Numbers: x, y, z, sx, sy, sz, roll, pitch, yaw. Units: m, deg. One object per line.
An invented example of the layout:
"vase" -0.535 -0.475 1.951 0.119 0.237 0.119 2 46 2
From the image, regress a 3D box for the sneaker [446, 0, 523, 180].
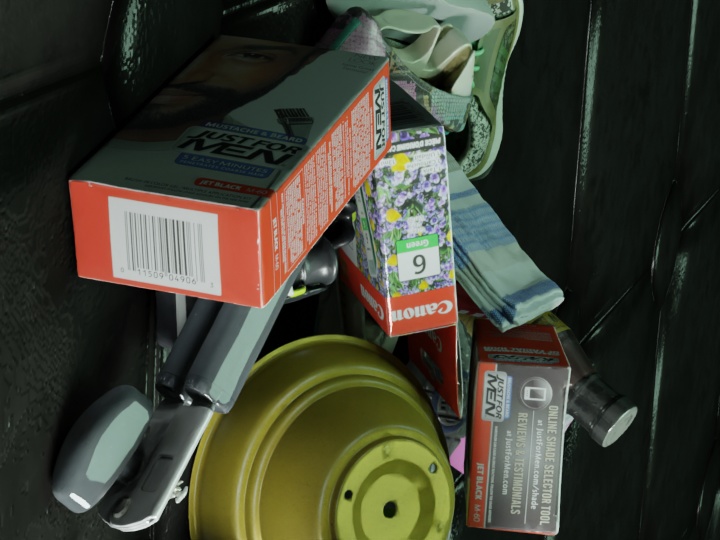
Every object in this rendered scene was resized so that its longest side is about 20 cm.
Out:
"sneaker" 0.076 -0.148 1.695 0.089 0.077 0.201 -63 155 -65

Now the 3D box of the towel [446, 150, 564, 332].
"towel" 0.065 -0.046 1.601 0.024 0.200 0.147 -39 172 18

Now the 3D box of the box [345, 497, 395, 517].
"box" -0.013 0.270 1.600 0.112 0.101 0.201 -19 117 -69

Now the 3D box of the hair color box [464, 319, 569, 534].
"hair color box" 0.104 0.102 1.570 0.200 0.064 0.111 -82 176 -84

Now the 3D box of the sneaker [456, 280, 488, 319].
"sneaker" 0.062 -0.022 1.666 0.200 0.115 0.079 50 51 -67

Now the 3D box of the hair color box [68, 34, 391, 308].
"hair color box" -0.067 -0.060 1.268 0.200 0.110 0.064 -53 147 -56

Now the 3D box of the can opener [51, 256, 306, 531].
"can opener" -0.093 0.053 1.258 0.066 0.053 0.200 46 63 -33

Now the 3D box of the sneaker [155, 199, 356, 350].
"sneaker" -0.056 -0.012 1.366 0.200 0.083 0.072 -50 144 -57

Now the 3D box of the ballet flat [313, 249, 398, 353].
"ballet flat" 0.000 0.000 1.565 0.067 0.064 0.201 -38 136 -48

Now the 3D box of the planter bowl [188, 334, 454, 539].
"planter bowl" -0.002 0.144 1.444 0.200 0.083 0.201 -4 97 -35

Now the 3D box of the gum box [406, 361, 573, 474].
"gum box" 0.106 0.099 1.835 0.066 0.113 0.200 -59 168 19

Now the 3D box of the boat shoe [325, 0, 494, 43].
"boat shoe" 0.025 -0.200 1.566 0.200 0.071 0.064 14 52 -64

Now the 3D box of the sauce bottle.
"sauce bottle" 0.127 0.056 1.770 0.066 0.200 0.066 -43 160 -19

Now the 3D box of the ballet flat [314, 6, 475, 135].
"ballet flat" 0.036 -0.139 1.563 0.071 0.069 0.200 -52 155 13

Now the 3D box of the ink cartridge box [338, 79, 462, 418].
"ink cartridge box" 0.021 -0.012 1.470 0.109 0.050 0.201 -131 -147 -63

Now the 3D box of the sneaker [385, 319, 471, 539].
"sneaker" 0.029 0.124 1.689 0.074 0.087 0.201 27 75 -51
